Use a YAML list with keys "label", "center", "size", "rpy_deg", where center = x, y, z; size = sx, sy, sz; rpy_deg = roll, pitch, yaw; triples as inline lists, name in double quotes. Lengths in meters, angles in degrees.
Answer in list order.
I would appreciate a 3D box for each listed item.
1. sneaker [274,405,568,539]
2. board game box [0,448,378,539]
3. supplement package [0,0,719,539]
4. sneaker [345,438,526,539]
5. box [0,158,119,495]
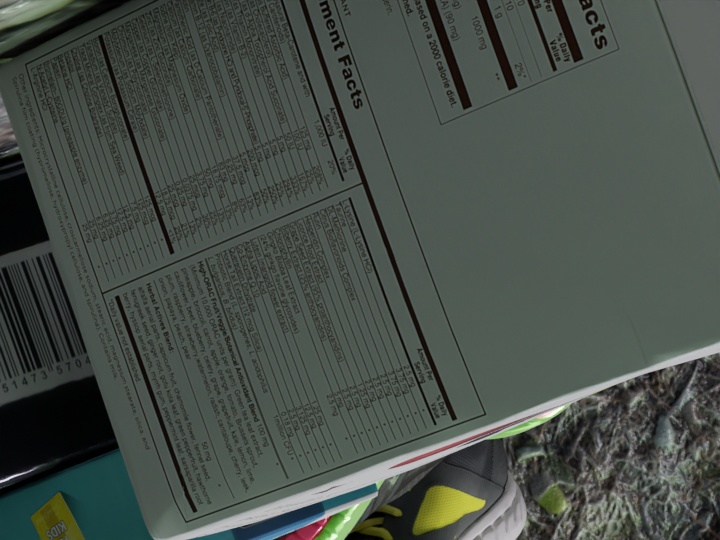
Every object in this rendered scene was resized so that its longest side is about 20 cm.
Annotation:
- label: "sneaker"
  center: [0.021, 0.041, 1.132]
  size: [0.200, 0.077, 0.084]
  rpy_deg: [-33, -171, 27]
- label: "board game box"
  center: [-0.115, 0.104, 1.073]
  size: [0.200, 0.047, 0.151]
  rpy_deg: [-23, 175, 28]
- label: "supplement package"
  center: [0.046, -0.033, 0.838]
  size: [0.200, 0.147, 0.191]
  rpy_deg: [-22, 176, 32]
- label: "sneaker"
  center: [0.007, 0.107, 1.237]
  size: [0.074, 0.085, 0.200]
  rpy_deg: [-4, -159, 23]
- label: "box"
  center: [-0.144, 0.034, 1.071]
  size: [0.148, 0.105, 0.200]
  rpy_deg: [-19, 176, -25]
